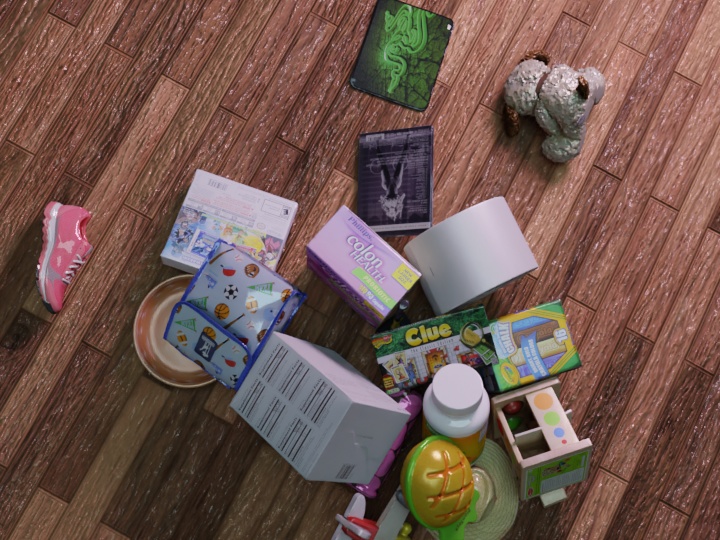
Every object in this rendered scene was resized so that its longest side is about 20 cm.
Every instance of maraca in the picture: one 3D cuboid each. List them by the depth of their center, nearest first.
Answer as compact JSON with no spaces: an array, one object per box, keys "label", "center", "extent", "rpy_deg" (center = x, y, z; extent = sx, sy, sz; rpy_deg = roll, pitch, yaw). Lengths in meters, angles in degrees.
[{"label":"maraca","center":[0.132,0.353,1.411],"extent":[0.137,0.106,0.201],"rpy_deg":[-47,122,-28]}]

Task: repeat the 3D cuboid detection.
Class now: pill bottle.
[{"label":"pill bottle","center":[0.158,0.242,1.472],"extent":[0.110,0.201,0.112],"rpy_deg":[-2,53,2]}]

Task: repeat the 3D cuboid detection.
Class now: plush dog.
[{"label":"plush dog","center":[0.348,-0.326,1.647],"extent":[0.170,0.160,0.202],"rpy_deg":[19,79,24]}]

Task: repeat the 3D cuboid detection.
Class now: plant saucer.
[{"label":"plant saucer","center":[-0.303,0.109,1.576],"extent":[0.198,0.037,0.203],"rpy_deg":[0,81,-3]}]

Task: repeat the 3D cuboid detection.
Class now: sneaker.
[{"label":"sneaker","center":[-0.521,-0.024,1.566],"extent":[0.086,0.074,0.203],"rpy_deg":[2,80,-5]}]

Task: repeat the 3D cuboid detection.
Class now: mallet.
[{"label":"mallet","center":[0.057,0.090,1.520],"extent":[0.066,0.200,0.041],"rpy_deg":[-39,79,-6]}]

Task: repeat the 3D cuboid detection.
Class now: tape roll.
[{"label":"tape roll","center":[0.192,-0.022,1.546],"extent":[0.201,0.203,0.140],"rpy_deg":[-25,83,-7]}]

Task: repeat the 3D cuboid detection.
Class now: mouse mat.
[{"label":"mouse mat","center":[0.081,-0.420,1.704],"extent":[0.159,0.008,0.202],"rpy_deg":[18,79,0]}]

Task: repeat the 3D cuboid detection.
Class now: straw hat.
[{"label":"straw hat","center":[0.194,0.389,1.535],"extent":[0.199,0.085,0.203],"rpy_deg":[1,80,-4]}]

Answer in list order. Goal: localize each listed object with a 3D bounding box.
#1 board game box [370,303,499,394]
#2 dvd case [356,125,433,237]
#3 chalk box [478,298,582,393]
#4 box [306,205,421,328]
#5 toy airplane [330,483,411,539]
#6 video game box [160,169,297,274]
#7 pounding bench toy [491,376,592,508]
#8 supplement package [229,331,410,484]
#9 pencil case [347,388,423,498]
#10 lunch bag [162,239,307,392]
[{"label":"board game box","center":[0.125,0.133,1.487],"extent":[0.198,0.023,0.106],"rpy_deg":[-17,95,5]},{"label":"dvd case","center":[0.064,-0.161,1.622],"extent":[0.147,0.016,0.202],"rpy_deg":[-3,79,25]},{"label":"chalk box","center":[0.265,0.143,1.562],"extent":[0.198,0.125,0.125],"rpy_deg":[-15,82,-7]},{"label":"box","center":[0.000,0.000,1.531],"extent":[0.176,0.200,0.097],"rpy_deg":[42,80,3]},{"label":"toy airplane","center":[0.044,0.448,1.446],"extent":[0.140,0.198,0.202],"rpy_deg":[23,122,36]},{"label":"video game box","center":[-0.233,-0.067,1.590],"extent":[0.198,0.047,0.184],"rpy_deg":[19,66,0]},{"label":"pounding bench toy","center":[0.308,0.305,1.545],"extent":[0.123,0.201,0.157],"rpy_deg":[-17,50,-5]},{"label":"supplement package","center":[-0.065,0.228,1.444],"extent":[0.199,0.191,0.148],"rpy_deg":[35,96,35]},{"label":"pencil case","center":[0.042,0.294,1.540],"extent":[0.090,0.094,0.201],"rpy_deg":[31,82,3]},{"label":"lunch bag","center":[-0.214,0.077,1.474],"extent":[0.169,0.124,0.201],"rpy_deg":[34,91,10]}]
